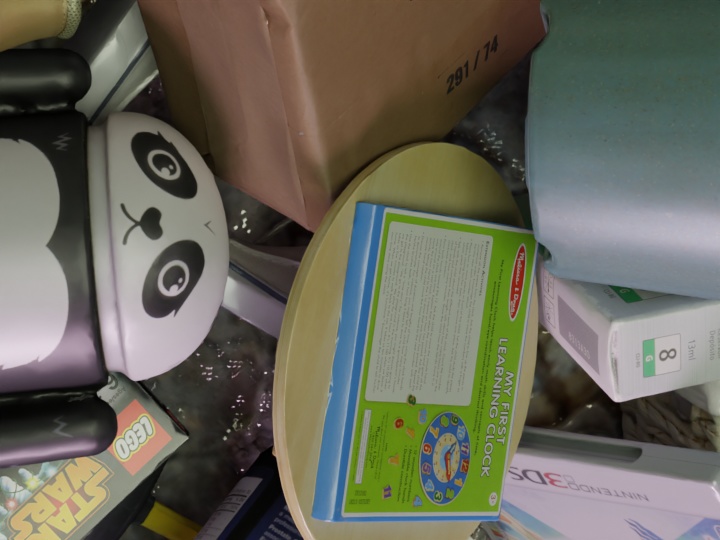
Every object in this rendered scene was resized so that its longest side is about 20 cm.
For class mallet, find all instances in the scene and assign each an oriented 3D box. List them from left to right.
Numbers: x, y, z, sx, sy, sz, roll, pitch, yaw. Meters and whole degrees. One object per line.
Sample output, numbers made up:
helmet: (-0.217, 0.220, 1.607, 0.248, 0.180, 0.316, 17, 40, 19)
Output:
mallet: (-0.062, 0.135, 1.195, 0.200, 0.041, 0.066, 25, 93, -27)

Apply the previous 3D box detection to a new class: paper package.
paper package: (0.003, -0.143, 1.031, 0.200, 0.103, 0.191, -47, 153, -22)

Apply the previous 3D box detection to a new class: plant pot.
plant pot: (0.182, -0.066, 1.042, 0.196, 0.200, 0.200, 3, 106, 17)

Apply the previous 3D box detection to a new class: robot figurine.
robot figurine: (-0.157, -0.006, 1.033, 0.200, 0.125, 0.150, -5, 126, -4)

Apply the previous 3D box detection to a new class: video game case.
video game case: (0.145, 0.152, 1.173, 0.022, 0.182, 0.200, -54, 127, -27)

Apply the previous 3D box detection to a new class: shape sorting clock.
shape sorting clock: (0.022, 0.042, 1.063, 0.200, 0.039, 0.200, -12, 106, -49)

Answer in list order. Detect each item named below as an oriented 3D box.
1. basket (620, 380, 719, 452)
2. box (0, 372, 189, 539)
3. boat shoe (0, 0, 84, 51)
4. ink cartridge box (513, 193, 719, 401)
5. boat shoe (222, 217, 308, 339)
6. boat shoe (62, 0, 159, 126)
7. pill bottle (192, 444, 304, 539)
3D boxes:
basket: (0.240, 0.072, 1.222, 0.200, 0.136, 0.123, -7, 110, -16)
box: (-0.198, 0.096, 1.114, 0.200, 0.040, 0.137, -44, 94, -3)
boat shoe: (-0.153, -0.123, 1.011, 0.076, 0.200, 0.072, 23, 130, 17)
ink cartridge box: (0.183, -0.005, 1.165, 0.200, 0.161, 0.050, -12, 115, -14)
boat shoe: (0.002, 0.002, 1.157, 0.202, 0.075, 0.086, 24, 96, -25)
boat shoe: (-0.076, -0.125, 1.104, 0.066, 0.072, 0.200, 39, 83, -20)
pill bottle: (-0.030, 0.154, 1.132, 0.112, 0.112, 0.200, 47, 69, -22)
